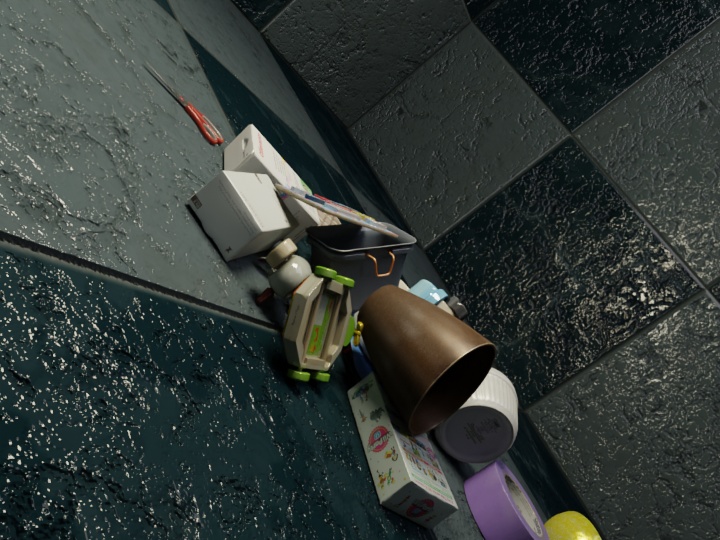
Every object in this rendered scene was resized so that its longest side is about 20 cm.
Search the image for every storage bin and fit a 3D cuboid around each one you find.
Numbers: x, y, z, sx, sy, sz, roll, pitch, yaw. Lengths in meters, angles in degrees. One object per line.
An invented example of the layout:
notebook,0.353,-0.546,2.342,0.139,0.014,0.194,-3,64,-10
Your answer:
storage bin,0.000,0.000,1.074,0.196,0.138,0.145,-9,27,-34

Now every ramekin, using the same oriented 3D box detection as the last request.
ramekin,0.242,0.314,1.231,0.201,0.198,0.106,49,22,-18

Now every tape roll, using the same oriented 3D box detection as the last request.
tape roll,0.304,0.506,1.194,0.201,0.084,0.201,52,13,-16

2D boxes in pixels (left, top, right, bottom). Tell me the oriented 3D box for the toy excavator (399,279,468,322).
toy excavator,0.112,0.063,1.154,0.201,0.099,0.195,52,-10,20

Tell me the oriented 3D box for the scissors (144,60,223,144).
scissors,-0.342,-0.325,1.127,0.201,0.014,0.074,50,15,-19

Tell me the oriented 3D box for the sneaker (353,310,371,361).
sneaker,0.075,0.142,1.051,0.203,0.113,0.073,57,19,-2

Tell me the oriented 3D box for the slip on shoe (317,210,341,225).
slip on shoe,-0.060,-0.068,1.413,0.200,0.076,0.061,46,-27,-2

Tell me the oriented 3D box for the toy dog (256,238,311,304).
toy dog,-0.119,0.020,0.926,0.133,0.095,0.200,54,-3,17

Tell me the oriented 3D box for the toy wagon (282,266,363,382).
toy wagon,-0.050,0.084,0.857,0.039,0.159,0.199,13,-6,23

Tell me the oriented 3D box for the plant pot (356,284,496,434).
plant pot,0.087,0.124,0.942,0.200,0.188,0.186,45,6,32

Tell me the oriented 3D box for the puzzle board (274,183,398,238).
puzzle board,-0.039,-0.109,1.034,0.197,0.018,0.149,14,11,-48

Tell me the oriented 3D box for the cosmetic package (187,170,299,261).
cosmetic package,-0.183,-0.092,0.938,0.114,0.080,0.200,55,11,-2

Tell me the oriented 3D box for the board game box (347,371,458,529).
board game box,0.063,0.284,0.917,0.147,0.064,0.202,43,15,-39

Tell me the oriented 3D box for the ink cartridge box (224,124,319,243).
ink cartridge box,-0.179,-0.170,1.155,0.200,0.083,0.146,47,14,-34

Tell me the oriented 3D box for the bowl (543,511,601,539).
bowl,0.427,0.627,1.230,0.105,0.204,0.202,3,33,-16

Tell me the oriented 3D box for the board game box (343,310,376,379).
board game box,0.010,0.171,1.080,0.158,0.038,0.203,45,23,-39
